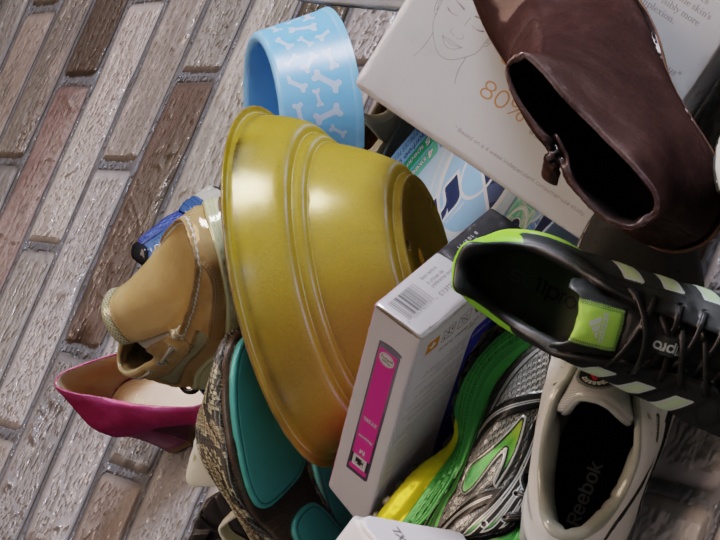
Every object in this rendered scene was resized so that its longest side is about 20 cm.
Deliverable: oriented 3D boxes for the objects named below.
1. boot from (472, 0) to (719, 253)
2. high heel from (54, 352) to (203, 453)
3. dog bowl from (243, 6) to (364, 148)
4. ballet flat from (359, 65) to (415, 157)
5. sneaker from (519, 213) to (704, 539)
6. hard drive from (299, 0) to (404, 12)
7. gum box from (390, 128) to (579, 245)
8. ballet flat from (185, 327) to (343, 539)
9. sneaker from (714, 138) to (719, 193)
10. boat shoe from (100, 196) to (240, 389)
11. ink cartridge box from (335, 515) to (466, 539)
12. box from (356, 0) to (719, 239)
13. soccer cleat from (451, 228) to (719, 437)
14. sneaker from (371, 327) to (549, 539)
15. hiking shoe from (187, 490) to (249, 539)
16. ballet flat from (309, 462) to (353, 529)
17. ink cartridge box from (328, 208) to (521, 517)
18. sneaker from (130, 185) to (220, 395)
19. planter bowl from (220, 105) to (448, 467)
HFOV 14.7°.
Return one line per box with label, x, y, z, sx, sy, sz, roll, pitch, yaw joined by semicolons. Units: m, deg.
boot;0.099;-0.096;1.310;0.072;0.200;0.166;-40;-15;14
high heel;-0.120;0.062;1.848;0.200;0.096;0.068;-30;40;53
dog bowl;-0.037;-0.061;1.705;0.112;0.049;0.201;-122;28;-57
ballet flat;0.007;-0.083;1.772;0.200;0.064;0.067;-58;24;15
sneaker;0.124;0.049;1.348;0.089;0.074;0.201;74;-153;-75
hard drive;0.056;-0.173;1.687;0.200;0.132;0.027;-163;69;-67
gum box;0.067;-0.028;1.615;0.170;0.044;0.200;-49;29;31
ballet flat;-0.052;0.128;1.530;0.075;0.200;0.068;-13;20;38
sneaker;0.219;-0.070;1.305;0.089;0.079;0.200;-13;33;18
boat shoe;-0.105;0.022;1.549;0.200;0.076;0.072;106;156;-63
ink cartridge box;0.005;0.241;1.363;0.200;0.084;0.146;-53;51;21
box;0.120;-0.140;1.449;0.200;0.152;0.106;-57;-8;14
soccer cleat;0.132;0.032;1.264;0.200;0.081;0.068;20;98;23
sneaker;0.084;0.103;1.430;0.200;0.078;0.085;-59;42;12
hiking shoe;-0.083;0.201;1.683;0.200;0.076;0.101;-62;-5;25
ballet flat;-0.037;0.082;1.607;0.071;0.069;0.201;-15;83;32
ink cartridge box;0.033;0.063;1.455;0.095;0.037;0.200;-40;-25;-35
sneaker;-0.087;0.052;1.699;0.089;0.200;0.079;-27;22;-15
planter bowl;0.000;0.000;1.513;0.083;0.201;0.201;-13;45;16
